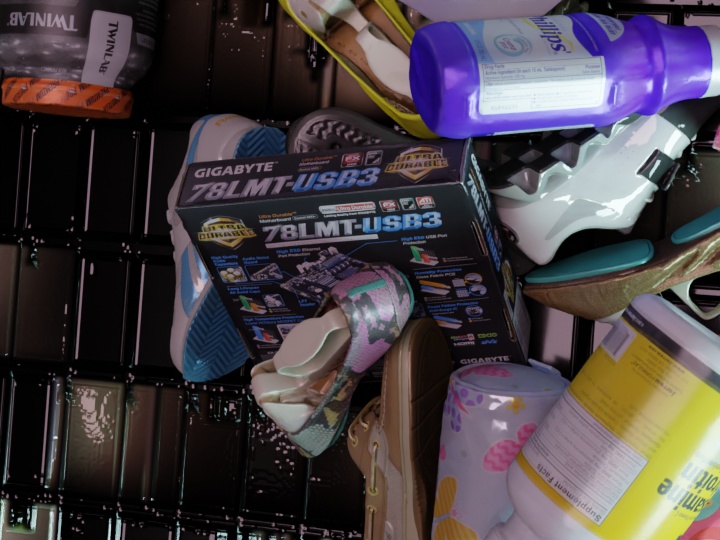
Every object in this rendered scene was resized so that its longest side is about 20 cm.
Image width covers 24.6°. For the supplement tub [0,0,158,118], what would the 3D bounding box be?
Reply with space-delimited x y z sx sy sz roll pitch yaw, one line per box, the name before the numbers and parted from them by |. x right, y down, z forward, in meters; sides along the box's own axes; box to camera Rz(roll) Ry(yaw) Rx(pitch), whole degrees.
supplement tub | -0.209 -0.217 1.222 0.122 0.123 0.200 4 90 17

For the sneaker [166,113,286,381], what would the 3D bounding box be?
sneaker | -0.104 -0.016 1.217 0.081 0.076 0.200 26 107 46

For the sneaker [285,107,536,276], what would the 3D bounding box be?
sneaker | 0.036 -0.061 1.176 0.199 0.114 0.076 22 96 -12

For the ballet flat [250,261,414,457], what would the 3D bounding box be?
ballet flat | -0.031 0.064 1.108 0.069 0.071 0.200 65 145 26

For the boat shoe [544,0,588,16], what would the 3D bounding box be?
boat shoe | 0.126 -0.186 1.142 0.075 0.075 0.203 22 90 -27

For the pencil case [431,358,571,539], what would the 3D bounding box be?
pencil case | 0.096 0.163 1.124 0.083 0.091 0.200 23 112 59

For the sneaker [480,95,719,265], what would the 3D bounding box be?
sneaker | 0.182 -0.076 1.132 0.200 0.074 0.089 -30 115 -4

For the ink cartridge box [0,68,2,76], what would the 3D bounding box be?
ink cartridge box | -0.340 -0.177 1.219 0.067 0.200 0.116 12 92 18

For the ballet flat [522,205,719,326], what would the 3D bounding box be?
ballet flat | 0.214 0.004 1.128 0.200 0.068 0.072 -21 102 11

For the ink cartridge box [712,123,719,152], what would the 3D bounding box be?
ink cartridge box | 0.351 -0.108 1.070 0.200 0.083 0.145 24 95 16

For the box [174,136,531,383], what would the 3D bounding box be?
box | 0.000 0.000 1.124 0.200 0.199 0.050 -5 47 17

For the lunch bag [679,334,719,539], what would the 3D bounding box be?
lunch bag | 0.244 0.130 1.103 0.200 0.082 0.176 13 88 18

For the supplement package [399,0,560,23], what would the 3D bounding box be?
supplement package | 0.067 -0.261 1.090 0.110 0.114 0.200 -38 46 29

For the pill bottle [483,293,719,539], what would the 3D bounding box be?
pill bottle | 0.162 0.122 1.028 0.112 0.112 0.200 37 99 14

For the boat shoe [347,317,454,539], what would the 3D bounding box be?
boat shoe | 0.025 0.123 1.145 0.066 0.074 0.200 10 115 27

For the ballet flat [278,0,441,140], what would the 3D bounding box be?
ballet flat | -0.001 -0.174 1.187 0.067 0.067 0.200 -45 77 12

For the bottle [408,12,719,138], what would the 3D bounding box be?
bottle | 0.135 -0.127 1.049 0.200 0.084 0.065 -5 121 -12
